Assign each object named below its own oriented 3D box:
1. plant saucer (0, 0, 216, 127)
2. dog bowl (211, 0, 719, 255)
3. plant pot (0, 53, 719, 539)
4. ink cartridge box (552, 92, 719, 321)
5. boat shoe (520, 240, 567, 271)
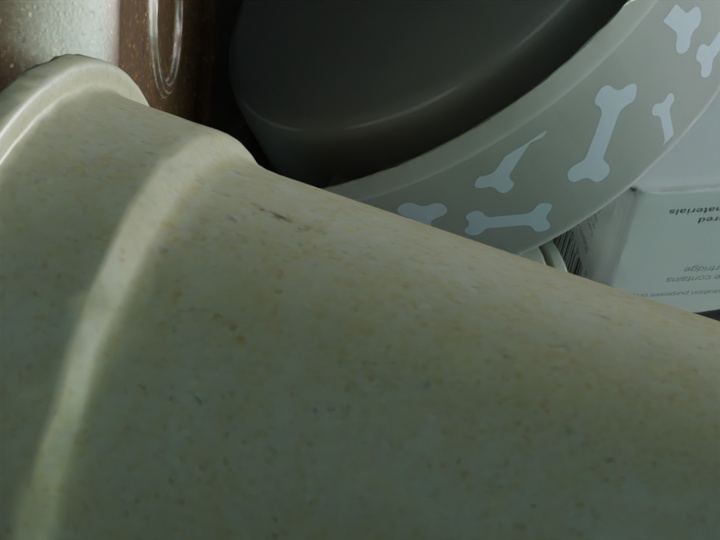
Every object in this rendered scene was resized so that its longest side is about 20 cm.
[{"bbox_3d":[-0.065,-0.065,0.688,0.200,0.036,0.201,1,90,-84],"label":"plant saucer"},{"bbox_3d":[0.031,-0.080,0.798,0.059,0.199,0.201,51,31,-35],"label":"dog bowl"},{"bbox_3d":[0.008,0.069,0.563,0.200,0.183,0.201,11,90,-77],"label":"plant pot"},{"bbox_3d":[0.093,-0.022,0.924,0.200,0.083,0.146,101,-19,-53],"label":"ink cartridge box"},{"bbox_3d":[0.000,0.000,0.859,0.200,0.075,0.062,35,-56,49],"label":"boat shoe"}]
